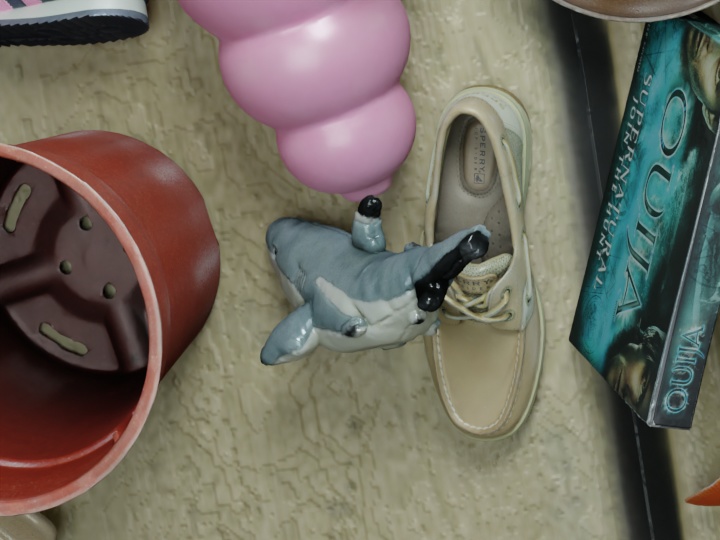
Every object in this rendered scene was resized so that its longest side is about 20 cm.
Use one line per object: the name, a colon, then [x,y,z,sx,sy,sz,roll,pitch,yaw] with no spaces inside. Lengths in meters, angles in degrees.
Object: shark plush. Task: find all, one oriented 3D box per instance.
shark plush: [0.000,0.000,1.576,0.090,0.200,0.084,-7,86,-19]

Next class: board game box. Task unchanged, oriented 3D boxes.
board game box: [0.164,-0.032,1.544,0.028,0.135,0.201,7,106,-16]

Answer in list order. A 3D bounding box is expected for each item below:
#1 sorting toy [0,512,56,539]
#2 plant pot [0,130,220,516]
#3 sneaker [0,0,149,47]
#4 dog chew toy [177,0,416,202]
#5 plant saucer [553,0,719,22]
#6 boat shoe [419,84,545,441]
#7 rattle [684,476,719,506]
sorting toy: [-0.298,0.169,1.763,0.185,0.036,0.200,37,113,5]
plant pot: [-0.174,0.012,1.607,0.200,0.195,0.202,3,102,14]
sneaker: [-0.210,-0.172,1.655,0.199,0.070,0.083,1,81,15]
dog chew toy: [-0.029,-0.133,1.581,0.124,0.125,0.201,-17,105,17]
plant saucer: [0.151,-0.231,1.537,0.199,0.032,0.201,1,92,22]
boat shoe: [0.063,0.001,1.611,0.072,0.065,0.201,4,103,14]
rattle: [0.248,0.072,1.544,0.130,0.143,0.200,36,101,-21]
